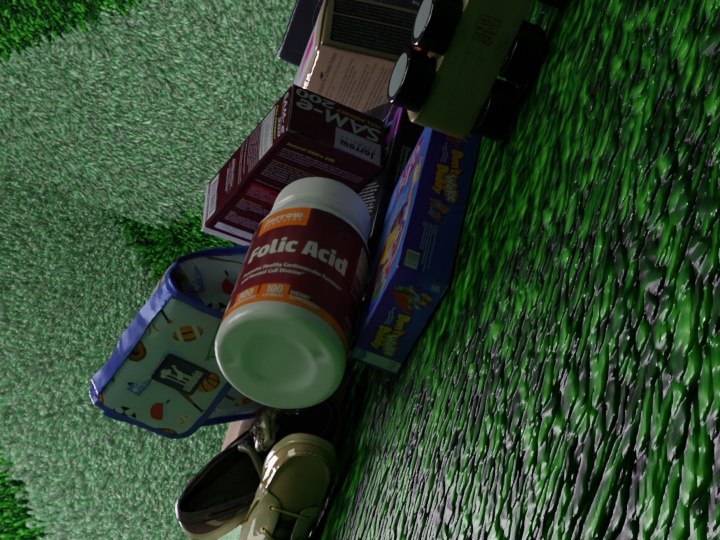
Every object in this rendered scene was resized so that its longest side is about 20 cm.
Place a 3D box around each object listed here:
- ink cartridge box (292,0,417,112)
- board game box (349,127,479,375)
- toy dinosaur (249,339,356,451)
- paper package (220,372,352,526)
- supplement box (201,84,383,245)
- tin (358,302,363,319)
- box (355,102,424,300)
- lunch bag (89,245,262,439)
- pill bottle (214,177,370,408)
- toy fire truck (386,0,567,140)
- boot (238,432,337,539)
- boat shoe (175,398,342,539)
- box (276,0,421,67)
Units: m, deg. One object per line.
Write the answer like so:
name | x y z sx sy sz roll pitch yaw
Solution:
ink cartridge box | 0.015 -0.211 1.412 0.200 0.163 0.076 123 156 -63
board game box | 0.049 -0.031 1.102 0.135 0.044 0.201 117 171 -50
toy dinosaur | -0.036 0.099 1.234 0.200 0.048 0.088 -36 -3 -44
paper package | -0.096 0.191 1.424 0.200 0.102 0.192 130 158 -71
supplement box | -0.071 -0.094 1.281 0.200 0.108 0.061 -40 39 48
tin | 0.000 0.000 1.350 0.200 0.041 0.113 134 145 -56
box | 0.003 -0.068 1.279 0.143 0.036 0.202 -8 68 63
lunch bag | -0.147 0.069 1.225 0.199 0.124 0.170 1 -44 -51
pill bottle | -0.052 0.014 1.125 0.201 0.113 0.115 -76 9 -49
toy fire truck | 0.100 -0.218 1.023 0.201 0.127 0.177 -100 29 -59
boot | -0.079 0.263 1.177 0.156 0.072 0.201 -80 15 -51
boat shoe | -0.101 0.194 1.273 0.199 0.072 0.065 -36 -21 -10
box | 0.029 -0.321 1.506 0.125 0.198 0.198 -74 8 -50
